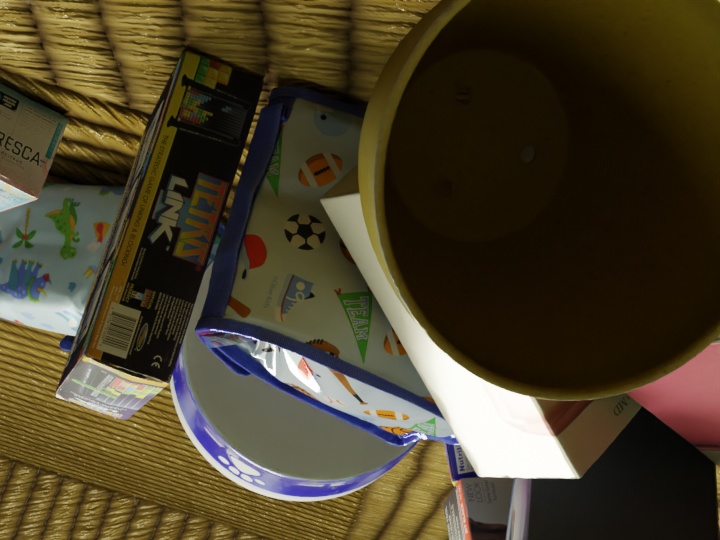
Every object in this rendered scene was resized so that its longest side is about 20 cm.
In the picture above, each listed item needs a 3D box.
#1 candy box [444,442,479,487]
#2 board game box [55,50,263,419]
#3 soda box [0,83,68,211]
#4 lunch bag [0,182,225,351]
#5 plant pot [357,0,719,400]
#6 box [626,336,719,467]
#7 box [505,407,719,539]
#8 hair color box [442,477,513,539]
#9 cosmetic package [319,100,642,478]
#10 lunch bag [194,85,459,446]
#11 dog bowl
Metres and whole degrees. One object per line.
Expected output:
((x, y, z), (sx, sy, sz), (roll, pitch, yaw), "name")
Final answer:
((0.177, 0.143, 1.257), (0.200, 0.077, 0.169), (-11, 156, 10), "candy box")
((-0.129, -0.016, 0.976), (0.057, 0.200, 0.165), (19, 163, -11), "board game box")
((-0.293, -0.081, 1.149), (0.064, 0.068, 0.200), (27, 161, -29), "soda box")
((-0.183, 0.008, 1.246), (0.170, 0.128, 0.200), (5, 172, 29), "lunch bag")
((0.080, -0.054, 0.732), (0.200, 0.200, 0.142), (24, -177, -21), "plant pot")
((0.217, 0.022, 0.870), (0.109, 0.128, 0.200), (-6, 153, 38), "box")
((0.157, 0.185, 1.010), (0.123, 0.200, 0.199), (7, 130, 4), "box")
((0.173, 0.215, 1.188), (0.200, 0.111, 0.064), (-2, 152, -12), "hair color box")
((0.078, 0.011, 0.881), (0.087, 0.103, 0.200), (-6, 121, 50), "cosmetic package")
((0.000, 0.000, 0.956), (0.200, 0.170, 0.124), (28, 157, -33), "lunch bag")
((-0.037, 0.064, 1.129), (0.200, 0.200, 0.079), (19, 160, -6), "dog bowl")
